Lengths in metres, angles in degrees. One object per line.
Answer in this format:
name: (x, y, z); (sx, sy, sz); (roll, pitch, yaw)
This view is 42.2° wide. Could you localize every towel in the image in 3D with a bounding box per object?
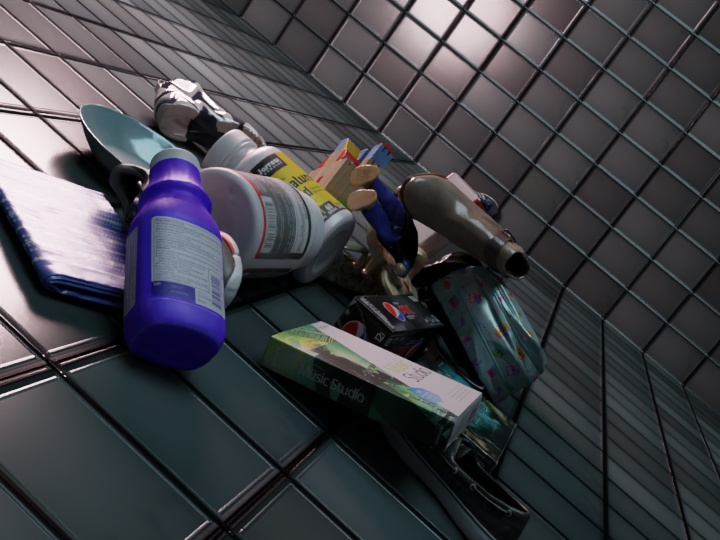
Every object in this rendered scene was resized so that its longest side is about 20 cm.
towel: (-0.254, -0.028, 0.831); (0.144, 0.024, 0.200); (21, 20, -49)

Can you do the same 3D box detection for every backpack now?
backpack: (0.170, 0.083, 1.307); (0.202, 0.125, 0.167); (61, 12, 26)

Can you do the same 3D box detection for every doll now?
doll: (0.047, -0.060, 1.269); (0.201, 0.047, 0.139); (52, 36, -47)

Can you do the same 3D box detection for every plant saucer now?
plant saucer: (-0.250, -0.119, 1.094); (0.199, 0.039, 0.201); (36, 13, -9)

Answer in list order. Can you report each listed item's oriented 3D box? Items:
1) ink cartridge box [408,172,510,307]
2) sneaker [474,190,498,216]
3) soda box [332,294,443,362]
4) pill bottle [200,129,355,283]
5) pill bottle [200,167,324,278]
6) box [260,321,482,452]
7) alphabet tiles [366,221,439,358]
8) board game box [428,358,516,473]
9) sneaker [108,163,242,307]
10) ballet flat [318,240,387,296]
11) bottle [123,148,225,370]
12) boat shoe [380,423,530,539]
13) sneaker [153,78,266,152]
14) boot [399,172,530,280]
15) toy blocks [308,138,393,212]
ink cartridge box: (0.139, -0.027, 1.459); (0.083, 0.146, 0.201); (52, -4, 44)
sneaker: (0.377, -0.227, 3.096); (0.197, 0.076, 0.085); (24, 15, -16)
soda box: (0.032, 0.075, 1.130); (0.063, 0.071, 0.199); (43, 14, 18)
pill bottle: (-0.111, -0.088, 1.206); (0.199, 0.112, 0.111); (40, 13, 13)
pill bottle: (-0.120, -0.049, 1.045); (0.114, 0.115, 0.199); (41, 13, 15)
box: (0.016, 0.109, 0.929); (0.196, 0.037, 0.144); (22, 9, 15)
alphabet tiles: (0.062, 0.024, 1.324); (0.202, 0.014, 0.196); (60, 12, -19)
board game box: (0.122, 0.175, 1.138); (0.135, 0.028, 0.200); (40, 13, 10)
sneaker: (-0.187, -0.032, 0.889); (0.081, 0.078, 0.200); (22, 19, -51)
ballet flat: (0.000, 0.000, 1.317); (0.198, 0.064, 0.076); (24, 18, -49)
bottle: (-0.158, -0.017, 0.795); (0.082, 0.065, 0.203); (22, 43, -35)
boat shoe: (0.093, 0.194, 0.930); (0.068, 0.057, 0.200); (20, 23, -53)
sneaker: (-0.234, -0.233, 1.426); (0.196, 0.080, 0.131); (15, 33, -37)
boot: (0.150, -0.054, 1.253); (0.146, 0.071, 0.199); (43, 14, 33)
toy blocks: (-0.032, -0.128, 1.336); (0.100, 0.138, 0.199); (42, -17, -16)
